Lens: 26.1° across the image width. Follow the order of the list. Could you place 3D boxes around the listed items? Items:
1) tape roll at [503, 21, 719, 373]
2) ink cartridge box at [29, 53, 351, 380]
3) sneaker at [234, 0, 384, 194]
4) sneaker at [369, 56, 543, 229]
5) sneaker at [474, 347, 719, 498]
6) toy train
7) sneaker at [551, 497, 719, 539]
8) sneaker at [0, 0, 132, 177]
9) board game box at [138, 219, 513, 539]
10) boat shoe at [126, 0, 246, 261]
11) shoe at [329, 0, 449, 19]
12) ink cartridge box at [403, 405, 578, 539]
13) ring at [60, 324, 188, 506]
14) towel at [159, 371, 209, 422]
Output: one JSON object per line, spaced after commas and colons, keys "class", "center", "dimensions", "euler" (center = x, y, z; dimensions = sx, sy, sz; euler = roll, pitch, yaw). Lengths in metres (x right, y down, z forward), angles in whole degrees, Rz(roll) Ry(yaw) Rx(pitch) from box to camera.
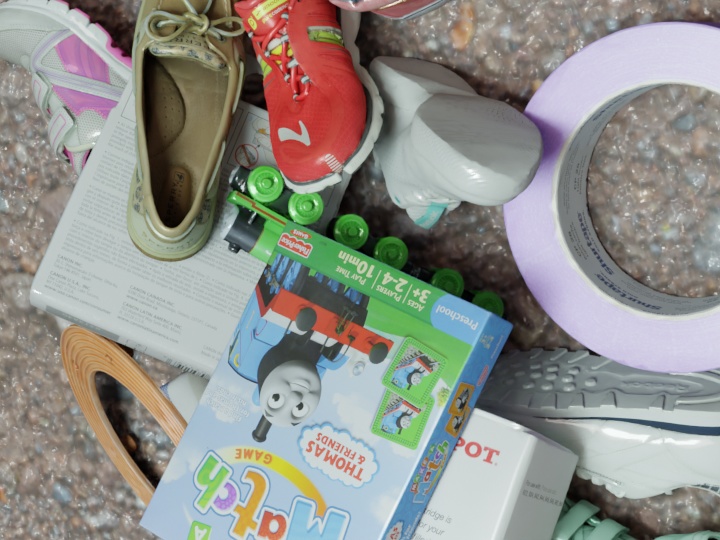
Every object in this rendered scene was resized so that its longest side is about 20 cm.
{"class": "tape roll", "center": [0.187, -0.044, 0.910], "dimensions": [0.199, 0.066, 0.201], "euler": [4, 99, 25]}
{"class": "ink cartridge box", "center": [-0.099, -0.040, 0.997], "dimensions": [0.160, 0.050, 0.201], "euler": [23, 73, -7]}
{"class": "sneaker", "center": [-0.043, -0.130, 0.939], "dimensions": [0.077, 0.085, 0.201], "euler": [-29, 47, 20]}
{"class": "sneaker", "center": [0.050, -0.061, 0.922], "dimensions": [0.075, 0.200, 0.089], "euler": [5, 110, -17]}
{"class": "sneaker", "center": [0.145, 0.099, 0.951], "dimensions": [0.199, 0.076, 0.081], "euler": [7, 121, 29]}
{"class": "toy train", "center": [0.000, 0.000, 0.970], "dimensions": [0.199, 0.042, 0.057], "euler": [29, 85, -10]}
{"class": "sneaker", "center": [0.157, 0.161, 0.935], "dimensions": [0.200, 0.074, 0.118], "euler": [44, 129, 6]}
{"class": "sneaker", "center": [-0.183, -0.112, 1.043], "dimensions": [0.200, 0.081, 0.088], "euler": [31, 78, 18]}
{"class": "board game box", "center": [-0.022, 0.090, 0.887], "dimensions": [0.151, 0.037, 0.201], "euler": [24, 88, 32]}
{"class": "boat shoe", "center": [-0.105, -0.108, 0.952], "dimensions": [0.073, 0.063, 0.201], "euler": [3, 78, -10]}
{"class": "shoe", "center": [0.070, -0.213, 0.921], "dimensions": [0.200, 0.091, 0.072], "euler": [-30, 85, 25]}
{"class": "ink cartridge box", "center": [0.023, 0.172, 0.909], "dimensions": [0.145, 0.084, 0.201], "euler": [17, 84, 31]}
{"class": "ring", "center": [-0.137, 0.118, 1.049], "dimensions": [0.200, 0.019, 0.201], "euler": [41, 151, 28]}
{"class": "towel", "center": [-0.041, 0.111, 1.045], "dimensions": [0.200, 0.024, 0.147], "euler": [-27, 89, 33]}
